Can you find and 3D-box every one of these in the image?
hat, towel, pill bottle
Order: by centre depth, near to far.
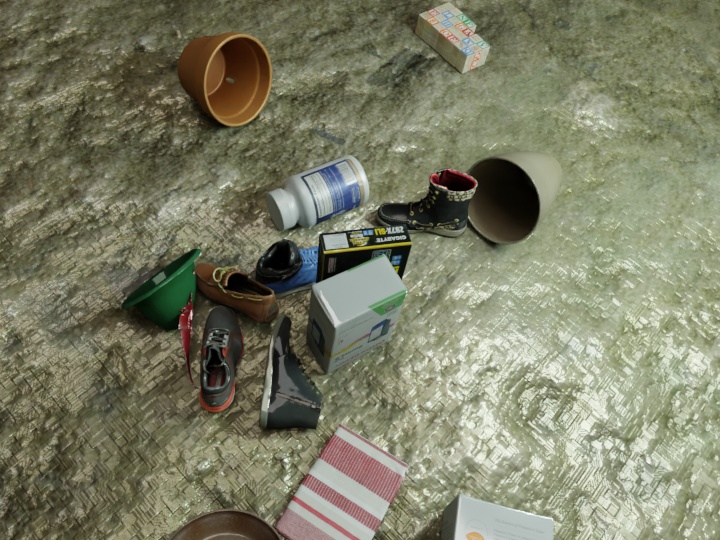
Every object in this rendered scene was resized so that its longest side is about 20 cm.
[{"bbox_3d":[-0.027,0.369,0.964,0.143,0.023,0.201,28,57,13],"label":"towel"},{"bbox_3d":[-0.323,0.087,1.093,0.177,0.165,0.200,56,49,-17],"label":"hat"},{"bbox_3d":[-0.090,-0.157,1.234,0.198,0.111,0.111,-25,64,-21],"label":"pill bottle"}]

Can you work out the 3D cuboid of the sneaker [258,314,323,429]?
[{"bbox_3d":[-0.115,0.181,1.048,0.105,0.075,0.202,8,66,-8],"label":"sneaker"}]

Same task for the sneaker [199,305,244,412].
[{"bbox_3d":[-0.245,0.140,1.042,0.076,0.082,0.202,-3,55,-8],"label":"sneaker"}]

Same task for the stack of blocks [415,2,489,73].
[{"bbox_3d":[0.258,-0.633,1.611,0.114,0.059,0.200,-30,66,-23],"label":"stack of blocks"}]

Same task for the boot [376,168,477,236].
[{"bbox_3d":[0.138,-0.142,1.230,0.197,0.151,0.074,10,57,-1],"label":"boot"}]

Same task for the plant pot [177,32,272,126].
[{"bbox_3d":[-0.320,-0.446,1.353,0.139,0.201,0.200,26,57,29],"label":"plant pot"}]

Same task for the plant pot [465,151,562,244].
[{"bbox_3d":[0.351,-0.180,1.282,0.187,0.188,0.199,44,48,19],"label":"plant pot"}]

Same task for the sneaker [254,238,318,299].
[{"bbox_3d":[-0.111,-0.018,1.144,0.198,0.112,0.077,-20,62,-19],"label":"sneaker"}]

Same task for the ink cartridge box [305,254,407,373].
[{"bbox_3d":[-0.012,0.081,1.042,0.144,0.201,0.088,-24,66,-22],"label":"ink cartridge box"}]

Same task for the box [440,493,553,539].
[{"bbox_3d":[0.194,0.462,0.881,0.150,0.107,0.202,14,57,2],"label":"box"}]

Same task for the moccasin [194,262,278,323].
[{"bbox_3d":[-0.236,0.027,1.100,0.200,0.079,0.073,28,39,32],"label":"moccasin"}]

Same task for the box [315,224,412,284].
[{"bbox_3d":[0.000,0.000,1.094,0.158,0.201,0.050,-8,57,-13],"label":"box"}]

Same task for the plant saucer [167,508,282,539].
[{"bbox_3d":[-0.201,0.450,0.859,0.198,0.037,0.202,4,41,-4],"label":"plant saucer"}]
